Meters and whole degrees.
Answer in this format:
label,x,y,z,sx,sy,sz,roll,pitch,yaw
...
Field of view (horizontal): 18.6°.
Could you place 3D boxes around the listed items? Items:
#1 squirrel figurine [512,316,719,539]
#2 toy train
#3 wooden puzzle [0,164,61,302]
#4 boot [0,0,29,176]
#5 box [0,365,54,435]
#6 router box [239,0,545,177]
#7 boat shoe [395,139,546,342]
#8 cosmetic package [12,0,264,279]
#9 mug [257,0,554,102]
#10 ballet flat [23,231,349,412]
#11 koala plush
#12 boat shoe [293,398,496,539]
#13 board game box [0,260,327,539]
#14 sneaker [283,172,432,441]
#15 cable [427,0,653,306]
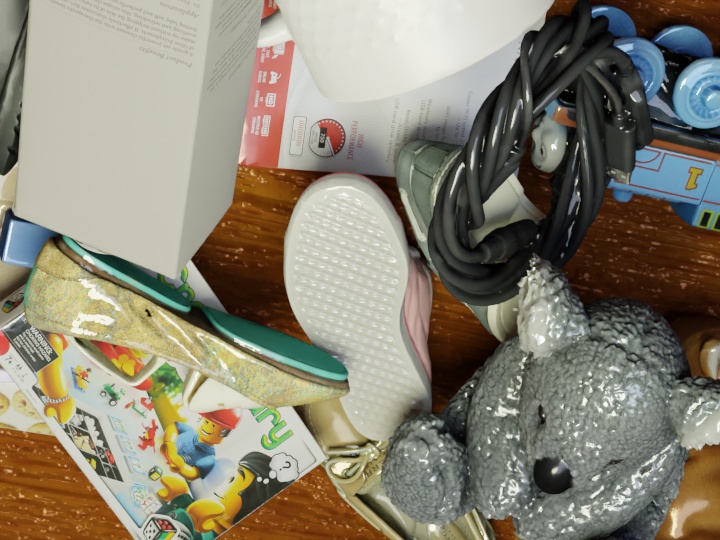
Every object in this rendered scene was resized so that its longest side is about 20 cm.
label,x,y,z,sx,sy,sz,roll,pitch,yaw
squirrel figurine,0.187,0.122,1.415,0.199,0.142,0.188,3,103,-18
toy train,0.195,-0.090,1.365,0.199,0.087,0.115,10,113,-18
wooden puzzle,-0.217,-0.058,1.290,0.184,0.046,0.201,10,107,-18
boot,-0.239,-0.170,1.209,0.167,0.076,0.201,19,109,2
box,-0.163,0.081,1.359,0.199,0.039,0.042,11,107,-18
router box,0.020,-0.158,1.312,0.178,0.049,0.201,3,109,-15
boat shoe,0.072,-0.019,1.349,0.073,0.062,0.200,-56,150,-14
cosmetic package,-0.118,-0.107,1.175,0.107,0.085,0.201,23,133,10
mug,-0.015,-0.194,1.191,0.199,0.148,0.176,-21,112,12
ballet flat,-0.103,0.044,1.263,0.199,0.071,0.071,26,102,-20
koala plush,0.132,0.076,1.257,0.177,0.200,0.184,34,66,9
boat shoe,0.027,0.138,1.415,0.073,0.063,0.201,-35,114,0
board game box,-0.123,0.073,1.321,0.126,0.035,0.200,-36,116,-4
sneaker,0.000,0.000,1.329,0.075,0.105,0.201,-9,131,8
cable,0.095,-0.065,1.231,0.163,0.051,0.200,-44,154,-8
